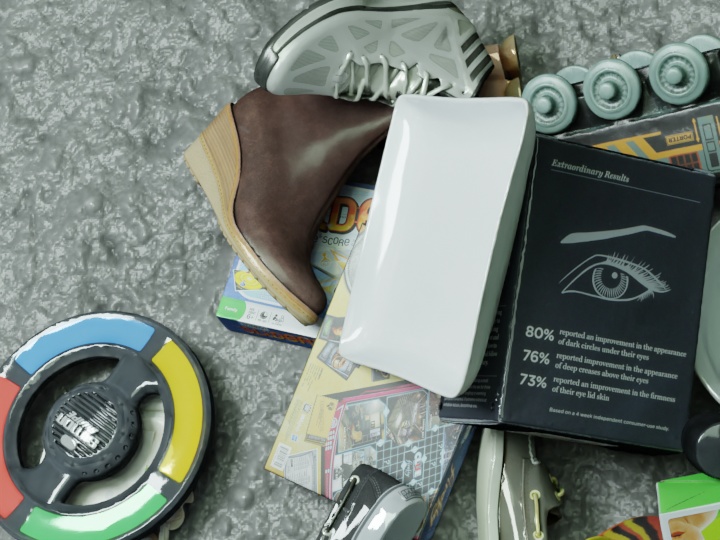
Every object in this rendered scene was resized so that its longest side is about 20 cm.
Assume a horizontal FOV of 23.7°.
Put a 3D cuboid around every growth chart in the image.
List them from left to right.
[{"bbox_3d":[-0.200,0.183,1.340,0.144,0.018,0.201,11,71,18],"label":"growth chart"}]

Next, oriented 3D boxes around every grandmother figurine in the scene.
[{"bbox_3d":[0.031,-0.148,1.398,0.199,0.061,0.122,-9,57,8],"label":"grandmother figurine"}]

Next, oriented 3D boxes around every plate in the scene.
[{"bbox_3d":[0.056,-0.021,1.188,0.032,0.200,0.200,14,90,-24],"label":"plate"}]

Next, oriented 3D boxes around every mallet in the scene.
[{"bbox_3d":[0.305,0.089,1.115,0.199,0.066,0.041,-20,91,10],"label":"mallet"}]

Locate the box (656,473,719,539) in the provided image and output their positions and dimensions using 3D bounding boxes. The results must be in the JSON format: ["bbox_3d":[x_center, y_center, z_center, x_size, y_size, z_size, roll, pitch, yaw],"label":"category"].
[{"bbox_3d":[0.308,0.210,1.110,0.199,0.097,0.177,-12,94,11],"label":"box"}]

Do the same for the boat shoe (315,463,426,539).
[{"bbox_3d":[-0.033,0.227,1.234,0.066,0.070,0.200,36,97,28],"label":"boat shoe"}]

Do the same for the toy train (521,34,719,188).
[{"bbox_3d":[0.209,-0.107,1.296,0.199,0.085,0.114,-11,96,30],"label":"toy train"}]

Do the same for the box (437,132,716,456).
[{"bbox_3d":[0.151,0.019,1.195,0.148,0.104,0.201,12,82,-20],"label":"box"}]

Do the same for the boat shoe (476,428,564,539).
[{"bbox_3d":[0.115,0.179,1.231,0.060,0.072,0.202,5,63,-2],"label":"boat shoe"}]

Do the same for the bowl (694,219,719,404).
[{"bbox_3d":[0.331,0.042,1.218,0.200,0.090,0.202,-6,66,12],"label":"bowl"}]

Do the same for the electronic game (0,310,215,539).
[{"bbox_3d":[-0.209,0.125,1.336,0.199,0.042,0.201,-6,65,12],"label":"electronic game"}]

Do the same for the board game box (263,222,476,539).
[{"bbox_3d":[0.027,0.083,1.279,0.135,0.035,0.201,23,92,20],"label":"board game box"}]

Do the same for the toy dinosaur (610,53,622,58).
[{"bbox_3d":[0.284,-0.118,1.329,0.200,0.060,0.106,41,111,24],"label":"toy dinosaur"}]

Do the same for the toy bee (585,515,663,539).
[{"bbox_3d":[0.162,0.240,1.143,0.108,0.200,0.131,-11,99,10],"label":"toy bee"}]

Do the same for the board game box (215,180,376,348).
[{"bbox_3d":[0.000,0.000,1.354,0.199,0.034,0.136,11,71,19],"label":"board game box"}]

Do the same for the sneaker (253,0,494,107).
[{"bbox_3d":[0.024,-0.150,1.292,0.200,0.076,0.115,-22,62,-35],"label":"sneaker"}]

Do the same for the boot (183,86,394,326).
[{"bbox_3d":[-0.033,-0.074,1.329,0.166,0.072,0.200,-34,63,3],"label":"boot"}]
